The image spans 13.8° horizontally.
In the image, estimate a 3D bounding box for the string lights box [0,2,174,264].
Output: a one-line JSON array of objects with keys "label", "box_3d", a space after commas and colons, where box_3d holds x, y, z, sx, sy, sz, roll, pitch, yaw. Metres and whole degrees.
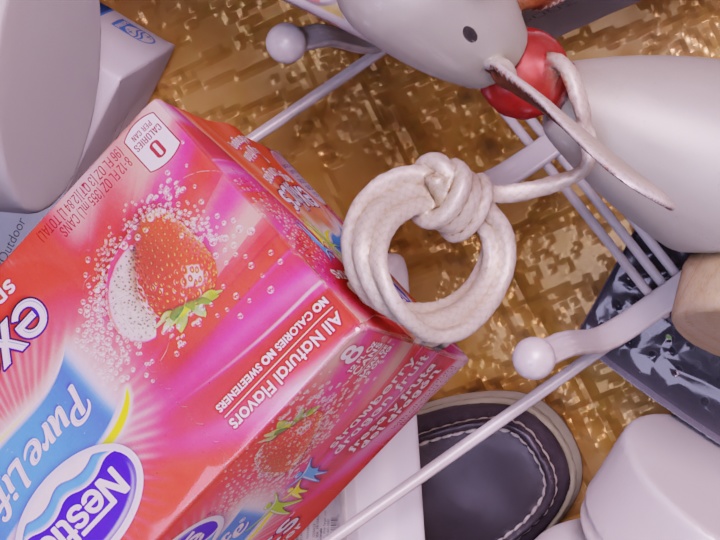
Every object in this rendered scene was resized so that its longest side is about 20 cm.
[{"label": "string lights box", "box_3d": [-0.178, -0.081, 1.034, 0.200, 0.059, 0.103, 30, 112, 6]}]

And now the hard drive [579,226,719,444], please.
[{"label": "hard drive", "box_3d": [0.186, 0.019, 0.969, 0.200, 0.042, 0.135, 30, 110, 7]}]

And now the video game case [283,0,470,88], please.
[{"label": "video game case", "box_3d": [0.003, -0.182, 0.918, 0.182, 0.023, 0.200, 28, 94, 25]}]

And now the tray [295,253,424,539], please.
[{"label": "tray", "box_3d": [-0.029, 0.097, 0.995, 0.107, 0.022, 0.200, -11, 74, 26]}]

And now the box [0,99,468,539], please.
[{"label": "box", "box_3d": [-0.079, 0.057, 0.898, 0.200, 0.095, 0.100, -46, 70, 10]}]

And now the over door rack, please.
[{"label": "over door rack", "box_3d": [0.000, 0.000, 0.956, 0.200, 0.067, 0.148, -39, 69, 4]}]

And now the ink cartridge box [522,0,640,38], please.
[{"label": "ink cartridge box", "box_3d": [0.063, -0.183, 0.933, 0.109, 0.050, 0.200, -22, 73, 20]}]

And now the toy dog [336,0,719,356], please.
[{"label": "toy dog", "box_3d": [0.094, -0.045, 0.852, 0.096, 0.200, 0.132, -17, 71, 51]}]

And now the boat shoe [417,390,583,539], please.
[{"label": "boat shoe", "box_3d": [-0.015, 0.105, 1.038, 0.200, 0.065, 0.072, -24, 98, 20]}]

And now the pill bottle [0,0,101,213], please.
[{"label": "pill bottle", "box_3d": [-0.191, -0.075, 0.946, 0.200, 0.114, 0.114, 6, 107, 15]}]

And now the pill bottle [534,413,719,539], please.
[{"label": "pill bottle", "box_3d": [0.085, 0.156, 0.998, 0.114, 0.114, 0.200, 30, 111, 6]}]
